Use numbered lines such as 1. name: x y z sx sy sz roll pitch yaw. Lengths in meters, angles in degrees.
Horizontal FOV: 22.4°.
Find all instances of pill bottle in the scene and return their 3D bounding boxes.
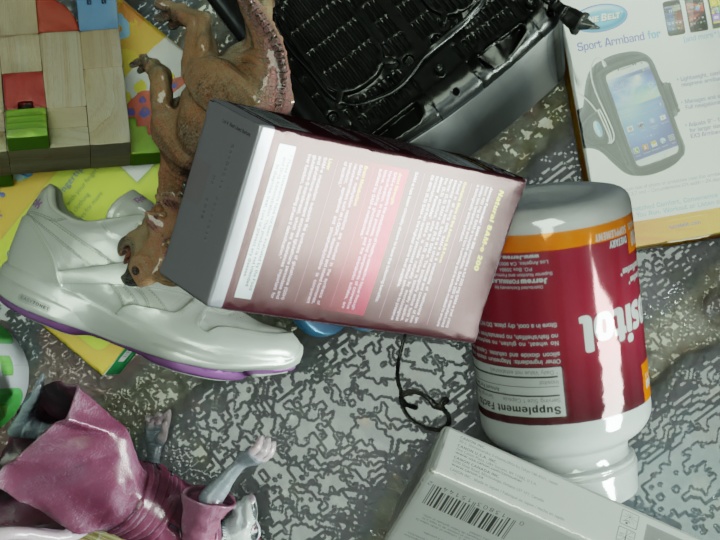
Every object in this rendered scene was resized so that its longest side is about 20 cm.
1. pill bottle: 0.128 0.049 1.174 0.113 0.113 0.200 -7 102 1

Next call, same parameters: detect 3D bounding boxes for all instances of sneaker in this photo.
1. sneaker: -0.126 0.008 1.138 0.200 0.075 0.100 19 89 0

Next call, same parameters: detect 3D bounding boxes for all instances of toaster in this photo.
1. toaster: 0.027 -0.156 1.179 0.181 0.119 0.200 -37 72 0

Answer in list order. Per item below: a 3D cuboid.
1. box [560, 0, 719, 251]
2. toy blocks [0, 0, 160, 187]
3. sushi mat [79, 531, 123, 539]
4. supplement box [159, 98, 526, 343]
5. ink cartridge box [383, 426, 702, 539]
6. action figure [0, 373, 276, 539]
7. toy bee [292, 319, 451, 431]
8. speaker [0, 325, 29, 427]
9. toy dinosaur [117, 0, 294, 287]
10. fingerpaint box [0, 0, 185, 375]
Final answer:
1. box: 0.202 -0.117 1.227 0.119 0.041 0.200 -9 85 1
2. toy blocks: -0.227 -0.132 1.145 0.200 0.100 0.137 -5 77 -9
3. sushi mat: -0.101 0.224 1.229 0.200 0.012 0.096 19 87 2
4. supplement box: -0.007 -0.026 1.061 0.200 0.061 0.109 10 103 -37
5. ink cartridge box: 0.109 0.203 1.175 0.200 0.176 0.045 25 45 -2
6. action figure: -0.144 0.151 1.164 0.200 0.134 0.149 32 73 -18
7. toy bee: 0.000 0.000 1.204 0.131 0.200 0.109 8 55 35
8. speaker: -0.268 0.068 1.148 0.088 0.200 0.088 0 87 2
9. toy dinosaur: -0.079 -0.087 1.080 0.086 0.200 0.136 4 47 -30
10. fingerpaint box: -0.167 -0.058 1.215 0.167 0.073 0.200 39 88 2
